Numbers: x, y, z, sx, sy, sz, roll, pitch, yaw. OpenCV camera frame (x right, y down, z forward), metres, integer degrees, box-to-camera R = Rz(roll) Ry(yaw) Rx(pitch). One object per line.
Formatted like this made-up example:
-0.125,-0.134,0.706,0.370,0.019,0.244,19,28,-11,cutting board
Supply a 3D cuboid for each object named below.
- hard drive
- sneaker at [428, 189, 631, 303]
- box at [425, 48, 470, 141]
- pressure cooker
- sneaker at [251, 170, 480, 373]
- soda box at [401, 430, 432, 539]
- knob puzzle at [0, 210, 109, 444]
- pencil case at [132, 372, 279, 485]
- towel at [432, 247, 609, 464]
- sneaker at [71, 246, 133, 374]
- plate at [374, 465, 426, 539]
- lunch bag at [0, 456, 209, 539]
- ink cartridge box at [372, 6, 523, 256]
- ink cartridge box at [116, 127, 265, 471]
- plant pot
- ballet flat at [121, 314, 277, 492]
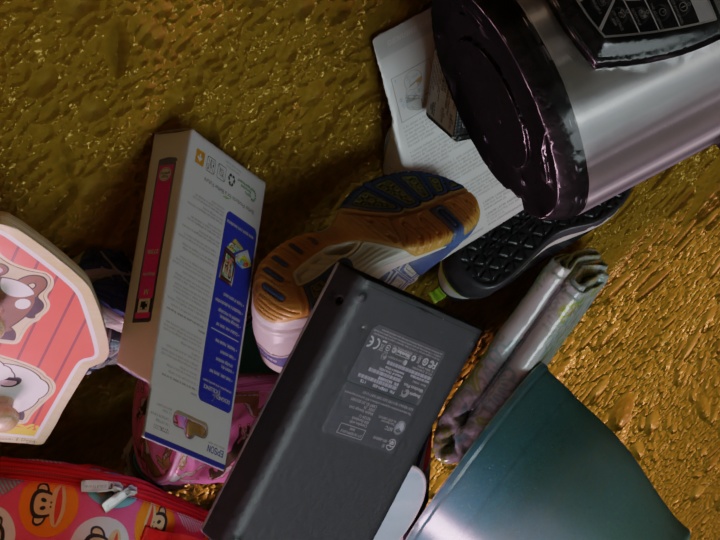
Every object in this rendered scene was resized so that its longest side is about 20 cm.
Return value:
-0.010,0.107,1.037,0.139,0.033,0.202,24,95,-46,hard drive
0.135,-0.038,1.272,0.199,0.072,0.083,-31,174,-20,sneaker
0.145,-0.201,1.068,0.191,0.048,0.202,-12,128,-27,box
0.163,-0.148,0.960,0.198,0.179,0.177,-26,123,-10,pressure cooker
0.000,0.000,1.082,0.199,0.075,0.089,-28,146,-30,sneaker
0.020,0.151,1.279,0.201,0.067,0.064,89,25,-48,soda box
-0.241,0.043,0.905,0.217,0.031,0.221,-10,140,-8,knob puzzle
-0.065,0.106,1.088,0.198,0.082,0.088,-2,90,-31,pencil case
0.139,0.070,1.338,0.201,0.048,0.171,-56,168,14,towel
-0.193,0.034,1.000,0.199,0.077,0.085,18,121,-43,sneaker
-0.033,0.213,1.165,0.199,0.026,0.201,-33,151,-21,plate
-0.177,0.191,1.082,0.200,0.174,0.083,41,55,-59,lunch bag
0.086,-0.126,1.141,0.161,0.057,0.202,-30,124,-17,ink cartridge box
-0.109,0.019,0.982,0.037,0.203,0.095,-5,159,27,ink cartridge box
0.167,0.214,1.286,0.201,0.187,0.200,-50,168,-14,plant pot
-0.100,0.091,1.162,0.199,0.076,0.064,-38,178,-9,ballet flat
